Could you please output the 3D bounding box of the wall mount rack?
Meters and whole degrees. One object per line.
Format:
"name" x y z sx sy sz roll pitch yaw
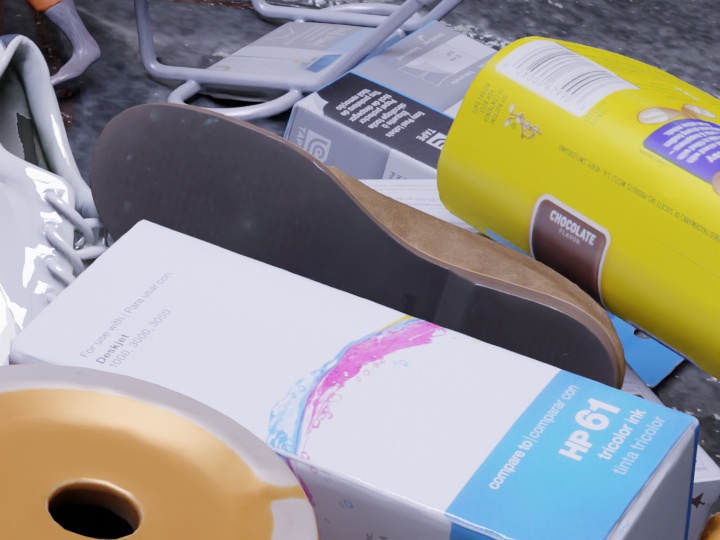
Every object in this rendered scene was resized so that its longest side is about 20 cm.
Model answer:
"wall mount rack" -0.007 -0.130 1.386 0.173 0.075 0.200 6 23 26

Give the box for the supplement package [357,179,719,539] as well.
"supplement package" 0.027 0.064 1.055 0.109 0.114 0.200 -2 34 -30

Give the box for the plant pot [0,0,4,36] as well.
"plant pot" -0.231 -0.161 1.231 0.186 0.200 0.187 13 29 -7

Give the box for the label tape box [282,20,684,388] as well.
"label tape box" 0.079 -0.033 1.305 0.200 0.066 0.143 25 30 19

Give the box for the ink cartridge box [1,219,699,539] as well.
"ink cartridge box" -0.005 0.087 0.881 0.200 0.145 0.085 19 43 21

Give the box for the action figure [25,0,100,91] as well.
"action figure" -0.165 -0.185 1.343 0.104 0.200 0.194 -24 76 -34

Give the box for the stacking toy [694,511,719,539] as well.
"stacking toy" 0.202 0.103 1.063 0.200 0.116 0.110 1 33 -31

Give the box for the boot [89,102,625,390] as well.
"boot" 0.000 0.000 0.984 0.200 0.074 0.075 27 18 6

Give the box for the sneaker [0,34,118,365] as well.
"sneaker" -0.118 0.001 0.988 0.073 0.071 0.200 20 41 -54

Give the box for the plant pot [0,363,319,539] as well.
"plant pot" -0.092 0.136 0.796 0.200 0.184 0.200 12 29 -7

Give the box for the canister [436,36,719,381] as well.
"canister" 0.142 -0.008 1.036 0.200 0.087 0.148 33 16 37
